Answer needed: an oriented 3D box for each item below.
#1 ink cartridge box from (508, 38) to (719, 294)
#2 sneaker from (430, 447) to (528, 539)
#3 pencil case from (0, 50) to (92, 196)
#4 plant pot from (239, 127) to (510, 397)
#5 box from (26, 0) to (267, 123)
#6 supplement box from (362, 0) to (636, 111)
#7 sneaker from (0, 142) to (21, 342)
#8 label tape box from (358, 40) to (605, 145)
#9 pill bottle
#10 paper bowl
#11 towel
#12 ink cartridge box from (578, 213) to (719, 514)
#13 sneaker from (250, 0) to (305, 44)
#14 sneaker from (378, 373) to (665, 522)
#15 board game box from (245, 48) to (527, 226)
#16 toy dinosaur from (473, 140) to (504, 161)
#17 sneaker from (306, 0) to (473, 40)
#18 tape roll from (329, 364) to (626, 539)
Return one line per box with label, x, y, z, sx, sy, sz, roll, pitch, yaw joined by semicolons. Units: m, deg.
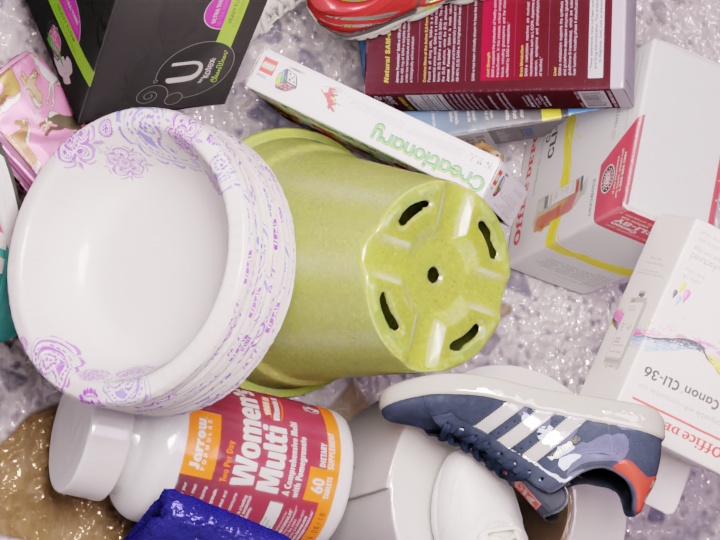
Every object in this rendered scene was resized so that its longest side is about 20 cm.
ink cartridge box;0.203;-0.077;1.690;0.083;0.200;0.146;19;70;-19
sneaker;0.102;0.216;1.478;0.070;0.080;0.201;-3;75;-26
pencil case;-0.206;-0.061;1.544;0.086;0.083;0.200;-43;100;-16
plant pot;0.000;0.000;1.512;0.200;0.184;0.202;-4;96;-38
box;-0.166;-0.231;1.532;0.124;0.149;0.201;-9;58;-28
supplement box;0.106;-0.179;1.610;0.199;0.061;0.110;1;80;15
sneaker;-0.301;-0.029;1.471;0.120;0.083;0.201;-26;113;-29
label tape box;0.101;-0.174;1.678;0.199;0.063;0.145;-8;80;10
pill bottle;-0.114;0.133;1.529;0.199;0.109;0.110;15;72;-24
paper bowl;-0.131;-0.001;1.437;0.104;0.200;0.202;22;65;-57
towel;-0.082;0.228;1.513;0.199;0.148;0.050;25;39;-20
ink cartridge box;0.237;0.074;1.558;0.116;0.067;0.201;25;87;-19
sneaker;-0.051;-0.226;1.641;0.115;0.074;0.201;15;66;18
sneaker;0.108;0.125;1.465;0.199;0.075;0.085;8;75;2
board game box;0.022;-0.098;1.585;0.199;0.126;0.035;26;88;16
toy dinosaur;0.041;-0.016;1.677;0.200;0.060;0.106;-43;100;-4
sneaker;0.051;-0.228;1.558;0.199;0.085;0.077;-28;75;10
tape roll;0.080;0.180;1.600;0.202;0.139;0.204;6;75;-25
